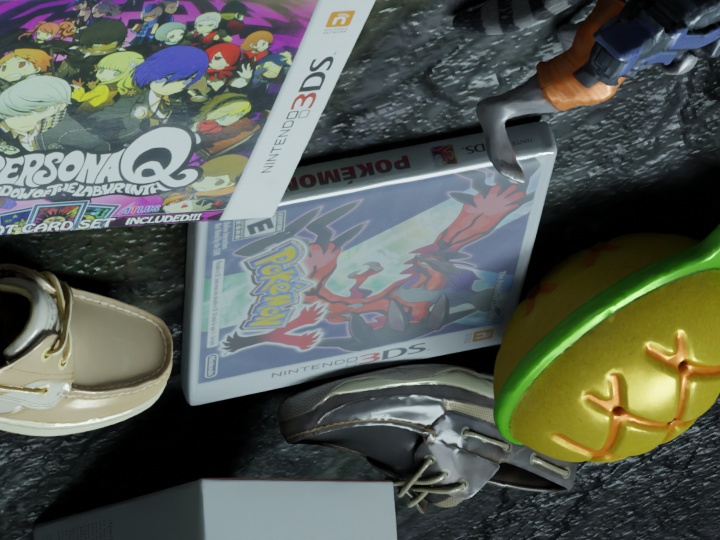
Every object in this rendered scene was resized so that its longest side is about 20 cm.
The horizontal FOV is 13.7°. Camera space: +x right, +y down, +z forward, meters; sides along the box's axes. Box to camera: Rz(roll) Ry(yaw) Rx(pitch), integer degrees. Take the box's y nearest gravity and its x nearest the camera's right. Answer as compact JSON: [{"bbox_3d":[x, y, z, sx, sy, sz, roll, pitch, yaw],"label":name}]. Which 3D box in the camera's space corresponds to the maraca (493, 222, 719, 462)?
[{"bbox_3d":[0.155,0.028,1.578,0.200,0.107,0.137,-35,158,3],"label":"maraca"}]

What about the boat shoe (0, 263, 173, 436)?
[{"bbox_3d":[-0.170,0.032,1.433,0.199,0.074,0.069,4,152,-33],"label":"boat shoe"}]

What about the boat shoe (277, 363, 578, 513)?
[{"bbox_3d":[0.047,0.093,1.648,0.199,0.074,0.074,2,166,-32],"label":"boat shoe"}]

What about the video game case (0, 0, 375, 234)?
[{"bbox_3d":[-0.109,-0.078,1.305,0.199,0.036,0.182,-4,149,-23],"label":"video game case"}]

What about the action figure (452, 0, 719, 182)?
[{"bbox_3d":[0.117,-0.124,1.282,0.193,0.105,0.200,-45,166,35],"label":"action figure"}]

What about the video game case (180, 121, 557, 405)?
[{"bbox_3d":[0.000,0.000,1.524,0.181,0.023,0.200,-11,152,-11],"label":"video game case"}]

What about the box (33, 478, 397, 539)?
[{"bbox_3d":[-0.082,0.175,1.654,0.124,0.098,0.200,3,168,-33],"label":"box"}]
